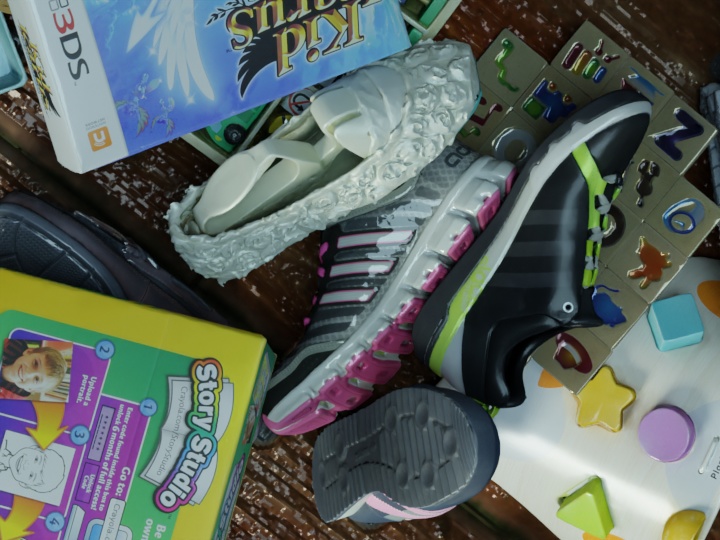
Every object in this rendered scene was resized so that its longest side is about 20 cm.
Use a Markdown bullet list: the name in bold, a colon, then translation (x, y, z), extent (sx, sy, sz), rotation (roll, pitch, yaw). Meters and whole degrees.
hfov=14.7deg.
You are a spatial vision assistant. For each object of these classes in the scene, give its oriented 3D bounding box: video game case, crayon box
- **video game case**: translation (-0.088, -0.170, 1.455), extent (0.199, 0.045, 0.183), rotation (-22, 110, -18)
- **crayon box**: translation (-0.154, 0.113, 1.491), extent (0.171, 0.058, 0.201), rotation (15, 79, 5)

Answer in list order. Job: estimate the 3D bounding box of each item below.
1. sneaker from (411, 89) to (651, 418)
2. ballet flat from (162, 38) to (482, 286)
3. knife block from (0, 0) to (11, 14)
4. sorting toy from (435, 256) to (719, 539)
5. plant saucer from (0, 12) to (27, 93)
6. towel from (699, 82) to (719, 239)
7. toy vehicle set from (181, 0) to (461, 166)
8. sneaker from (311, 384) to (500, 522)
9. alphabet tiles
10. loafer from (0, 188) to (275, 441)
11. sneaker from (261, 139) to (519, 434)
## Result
- **sneaker**: translation (0.112, -0.005, 1.543), extent (0.083, 0.072, 0.201), rotation (40, 103, 19)
- **ballet flat**: translation (-0.023, -0.061, 1.512), extent (0.199, 0.072, 0.072), rotation (-36, 105, 13)
- **knife block**: translation (-0.220, -0.196, 1.448), extent (0.175, 0.064, 0.202), rotation (13, 86, -43)
- **sorting toy**: translation (0.138, 0.072, 1.618), extent (0.179, 0.107, 0.201), rotation (25, 97, 6)
- **plant saucer**: translation (-0.288, -0.101, 1.538), extent (0.199, 0.019, 0.070), rotation (-21, 104, -4)
- **towel**: translation (0.289, -0.038, 1.564), extent (0.164, 0.086, 0.201), rotation (0, 64, -10)
- **toy vehicle set**: translation (-0.027, -0.143, 1.542), extent (0.124, 0.027, 0.200), rotation (34, 107, -10)
- **sneaker**: translation (0.044, 0.102, 1.551), extent (0.081, 0.200, 0.071), rotation (1, 82, -24)
- **alphabet tiles**: translation (0.102, -0.034, 1.587), extent (0.166, 0.006, 0.200), rotation (40, 93, 10)
- **loafer**: translation (-0.130, 0.021, 1.576), extent (0.200, 0.063, 0.072), rotation (42, 133, -12)
- **sneaker**: translation (0.000, 0.000, 1.565), extent (0.087, 0.074, 0.200), rotation (40, 95, 19)
